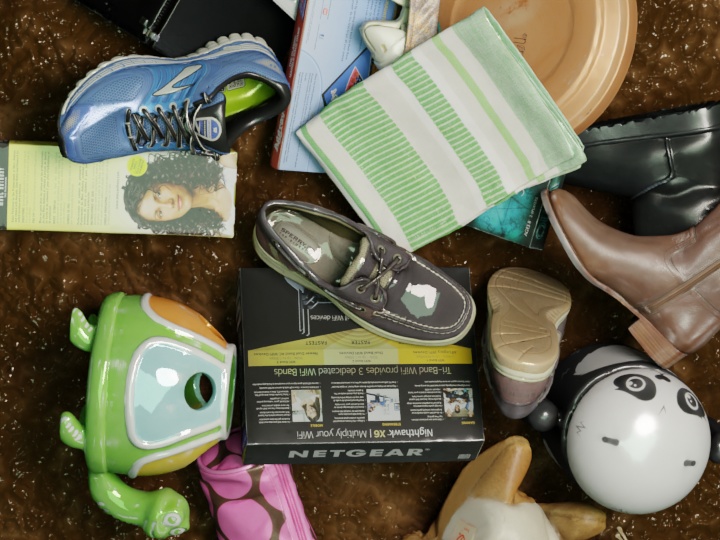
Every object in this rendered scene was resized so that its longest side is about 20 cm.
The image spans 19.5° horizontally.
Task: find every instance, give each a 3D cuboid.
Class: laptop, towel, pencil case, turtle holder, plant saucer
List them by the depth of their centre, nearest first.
[{"bbox_3d":[0.063,-0.103,1.681,0.199,0.023,0.153,-28,110,31],"label":"towel"},{"bbox_3d":[0.128,-0.196,1.694,0.199,0.032,0.202,-3,84,33],"label":"plant saucer"},{"bbox_3d":[-0.171,0.112,1.700,0.131,0.141,0.187,5,66,1],"label":"turtle holder"},{"bbox_3d":[-0.138,-0.267,1.725,0.199,0.103,0.178,32,93,14],"label":"laptop"},{"bbox_3d":[-0.070,0.232,1.770,0.090,0.093,0.201,-27,104,-26],"label":"pencil case"}]

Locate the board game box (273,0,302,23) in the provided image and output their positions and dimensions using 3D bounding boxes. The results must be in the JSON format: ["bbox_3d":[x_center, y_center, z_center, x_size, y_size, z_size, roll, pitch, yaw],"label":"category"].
[{"bbox_3d":[-0.015,-0.302,1.692,0.200,0.026,0.200,-49,124,2],"label":"board game box"}]

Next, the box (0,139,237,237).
[{"bbox_3d":[-0.203,-0.068,1.727,0.198,0.050,0.076,1,98,-7],"label":"box"}]

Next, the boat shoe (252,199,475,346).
[{"bbox_3d":[0.000,0.000,1.702,0.199,0.065,0.072,29,81,9],"label":"boat shoe"}]

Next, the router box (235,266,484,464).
[{"bbox_3d":[-0.002,0.078,1.738,0.198,0.052,0.158,0,65,-7],"label":"router box"}]

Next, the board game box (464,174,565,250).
[{"bbox_3d":[0.119,-0.132,1.730,0.135,0.028,0.202,20,97,33],"label":"board game box"}]

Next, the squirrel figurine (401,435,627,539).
[{"bbox_3d":[0.140,0.263,1.795,0.186,0.142,0.200,25,135,-35],"label":"squirrel figurine"}]

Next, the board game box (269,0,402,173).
[{"bbox_3d":[-0.009,-0.178,1.720,0.102,0.019,0.202,3,108,-27],"label":"board game box"}]

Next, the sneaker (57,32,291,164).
[{"bbox_3d":[-0.146,-0.130,1.664,0.199,0.089,0.079,-21,126,-18],"label":"sneaker"}]

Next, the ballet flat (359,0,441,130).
[{"bbox_3d":[0.035,-0.212,1.687,0.067,0.068,0.202,4,101,-15],"label":"ballet flat"}]

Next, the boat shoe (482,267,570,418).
[{"bbox_3d":[0.131,0.057,1.717,0.071,0.200,0.065,15,113,-1],"label":"boat shoe"}]

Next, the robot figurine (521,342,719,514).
[{"bbox_3d":[0.217,0.127,1.738,0.150,0.200,0.125,-29,101,-2],"label":"robot figurine"}]

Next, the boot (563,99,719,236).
[{"bbox_3d":[0.235,-0.048,1.740,0.197,0.073,0.164,-8,98,22],"label":"boot"}]

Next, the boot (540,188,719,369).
[{"bbox_3d":[0.269,-0.045,1.661,0.200,0.064,0.187,-38,101,19],"label":"boot"}]
